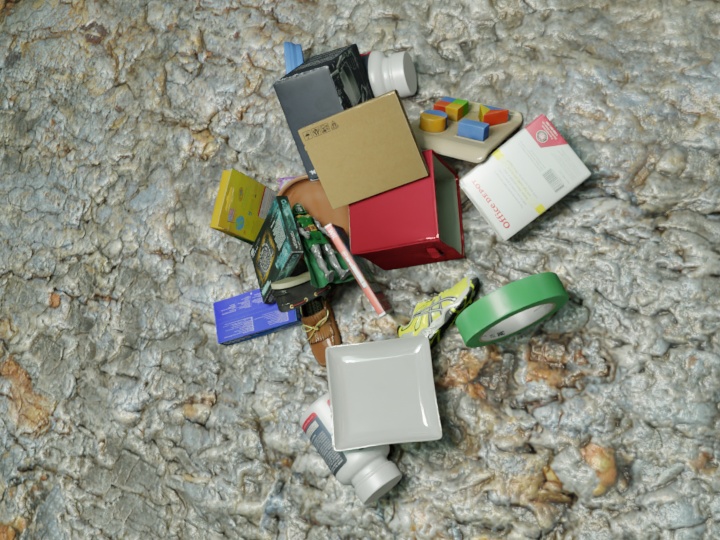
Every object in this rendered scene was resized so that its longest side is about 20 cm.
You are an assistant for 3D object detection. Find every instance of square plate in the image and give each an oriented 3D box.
[{"bbox_3d":[0.040,0.227,1.383,0.198,0.028,0.199,-7,65,2],"label":"square plate"}]

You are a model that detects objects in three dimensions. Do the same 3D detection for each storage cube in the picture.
[{"bbox_3d":[0.090,-0.112,1.457,0.179,0.171,0.201,-10,76,23],"label":"storage cube"}]

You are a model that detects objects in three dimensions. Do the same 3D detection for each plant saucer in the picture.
[{"bbox_3d":[-0.086,-0.107,1.560,0.199,0.037,0.201,6,114,13],"label":"plant saucer"}]

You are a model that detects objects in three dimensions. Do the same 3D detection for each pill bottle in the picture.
[{"bbox_3d":[-0.016,0.336,1.427,0.120,0.119,0.200,-43,66,10],"label":"pill bottle"},{"bbox_3d":[0.011,-0.397,1.578,0.199,0.119,0.120,-7,76,22],"label":"pill bottle"}]

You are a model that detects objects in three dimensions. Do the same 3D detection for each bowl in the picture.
[{"bbox_3d":[-0.137,-0.387,1.606,0.039,0.201,0.202,-6,75,-5],"label":"bowl"}]

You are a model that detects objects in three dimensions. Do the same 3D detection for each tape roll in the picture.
[{"bbox_3d":[0.267,0.072,1.322,0.200,0.200,0.048,-29,69,15],"label":"tape roll"}]

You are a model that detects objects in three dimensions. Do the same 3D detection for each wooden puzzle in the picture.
[{"bbox_3d":[0.197,-0.288,1.453,0.184,0.047,0.200,19,42,26],"label":"wooden puzzle"}]

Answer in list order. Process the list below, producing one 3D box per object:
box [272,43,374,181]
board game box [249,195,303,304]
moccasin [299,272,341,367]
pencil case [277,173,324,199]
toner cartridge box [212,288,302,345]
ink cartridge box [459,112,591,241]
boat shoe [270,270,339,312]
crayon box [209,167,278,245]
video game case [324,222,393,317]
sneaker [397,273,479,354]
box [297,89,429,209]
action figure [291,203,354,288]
[{"bbox_3d":[-0.053,-0.311,1.460,0.123,0.197,0.201,-11,114,24],"label":"box"},{"bbox_3d":[-0.174,-0.038,1.525,0.200,0.028,0.136,-54,47,50],"label":"board game box"},{"bbox_3d":[-0.088,0.099,1.540,0.073,0.078,0.203,-14,74,20],"label":"moccasin"},{"bbox_3d":[-0.074,-0.187,1.589,0.199,0.084,0.086,-19,108,18],"label":"pencil case"},{"bbox_3d":[-0.221,0.092,1.619,0.199,0.043,0.096,-16,73,20],"label":"toner cartridge box"},{"bbox_3d":[0.305,-0.171,1.404,0.200,0.083,0.145,-38,85,12],"label":"ink cartridge box"},{"bbox_3d":[-0.089,0.031,1.499,0.073,0.201,0.064,-1,104,49],"label":"boat shoe"},{"bbox_3d":[-0.251,-0.133,1.593,0.050,0.200,0.128,10,83,25],"label":"crayon box"},{"bbox_3d":[0.000,0.000,1.459,0.017,0.143,0.201,-32,85,7],"label":"video game case"},{"bbox_3d":[0.148,0.077,1.444,0.200,0.075,0.076,-47,67,7],"label":"sneaker"},{"bbox_3d":[0.005,-0.216,1.362,0.199,0.021,0.164,-18,108,21],"label":"box"},{"bbox_3d":[-0.090,-0.059,1.487,0.200,0.118,0.055,56,132,30],"label":"action figure"}]
